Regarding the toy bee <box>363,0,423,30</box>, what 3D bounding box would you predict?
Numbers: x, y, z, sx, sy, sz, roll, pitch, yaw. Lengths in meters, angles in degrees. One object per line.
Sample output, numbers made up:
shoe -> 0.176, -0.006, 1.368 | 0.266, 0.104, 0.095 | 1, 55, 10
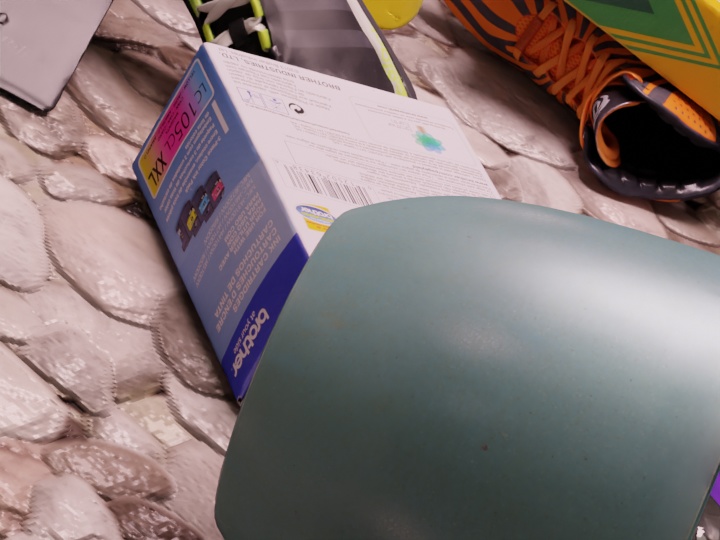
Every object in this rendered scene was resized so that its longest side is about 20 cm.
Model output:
toy bee -> -0.037, -0.175, 1.503 | 0.131, 0.109, 0.200 | 14, 31, -28

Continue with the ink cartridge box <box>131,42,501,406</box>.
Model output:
ink cartridge box -> 0.000, 0.000, 1.263 | 0.136, 0.076, 0.200 | 13, 29, -31

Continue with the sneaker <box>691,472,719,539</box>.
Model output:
sneaker -> 0.143, 0.097, 1.264 | 0.099, 0.070, 0.200 | 31, 29, -14

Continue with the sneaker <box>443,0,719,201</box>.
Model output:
sneaker -> 0.121, -0.109, 1.586 | 0.200, 0.078, 0.112 | 31, 25, 1

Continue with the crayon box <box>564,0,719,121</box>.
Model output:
crayon box -> 0.171, -0.151, 1.589 | 0.200, 0.052, 0.126 | 37, 29, -11

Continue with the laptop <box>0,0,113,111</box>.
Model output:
laptop -> -0.202, -0.163, 1.417 | 0.187, 0.116, 0.200 | 29, -3, -5

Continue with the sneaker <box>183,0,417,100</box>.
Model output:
sneaker -> -0.039, -0.109, 1.372 | 0.200, 0.072, 0.083 | 50, 34, -16

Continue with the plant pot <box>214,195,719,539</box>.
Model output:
plant pot -> 0.044, 0.065, 1.073 | 0.161, 0.201, 0.201 | 22, 25, 9
